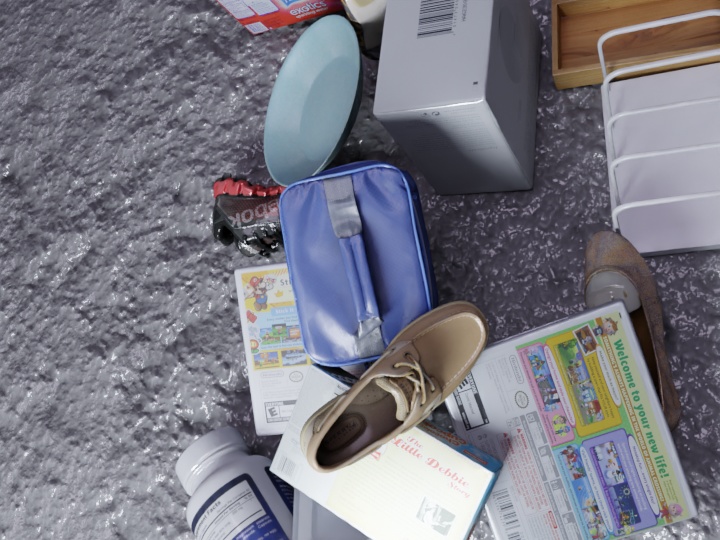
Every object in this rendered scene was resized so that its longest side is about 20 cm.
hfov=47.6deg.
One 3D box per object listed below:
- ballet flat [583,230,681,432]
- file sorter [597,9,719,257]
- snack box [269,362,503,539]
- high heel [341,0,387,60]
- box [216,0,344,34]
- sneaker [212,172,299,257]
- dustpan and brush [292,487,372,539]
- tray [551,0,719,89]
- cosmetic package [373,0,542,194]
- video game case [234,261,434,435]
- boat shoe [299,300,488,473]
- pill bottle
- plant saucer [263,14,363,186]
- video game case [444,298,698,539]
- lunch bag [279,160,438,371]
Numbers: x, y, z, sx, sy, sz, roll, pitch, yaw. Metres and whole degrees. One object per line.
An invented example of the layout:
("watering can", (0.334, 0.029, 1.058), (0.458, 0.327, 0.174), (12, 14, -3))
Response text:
("ballet flat", (0.249, 0.060, 0.762), (0.068, 0.067, 0.203), (-25, 79, 40))
("file sorter", (0.310, -0.134, 0.807), (0.136, 0.124, 0.204), (-6, 69, 21))
("snack box", (0.020, 0.182, 0.757), (0.198, 0.037, 0.118), (28, 103, 21))
("high heel", (-0.003, -0.324, 0.929), (0.071, 0.202, 0.143), (-28, 34, -4))
("box", (-0.089, -0.398, 1.077), (0.197, 0.099, 0.097), (-5, 69, 32))
("sneaker", (-0.102, -0.060, 0.991), (0.197, 0.071, 0.100), (6, 74, 28))
("dustpan and brush", (0.034, 0.219, 0.826), (0.196, 0.058, 0.141), (7, 43, -9))
("tray", (0.314, -0.266, 0.904), (0.197, 0.037, 0.100), (-4, 70, 22))
("cosmetic package", (0.113, -0.215, 0.879), (0.121, 0.200, 0.203), (-2, 70, 27))
("video game case", (-0.028, 0.077, 0.876), (0.196, 0.023, 0.186), (-7, 94, 10))
("boat shoe", (0.036, 0.103, 0.695), (0.199, 0.064, 0.072), (-41, 94, -8))
("pill bottle", (-0.114, 0.268, 0.855), (0.111, 0.111, 0.201), (-42, 60, 4))
("plant saucer", (-0.047, -0.192, 0.950), (0.200, 0.038, 0.205), (-23, 60, 49))
("video game case", (0.182, 0.150, 0.736), (0.179, 0.022, 0.203), (-20, 91, 12))
("lunch bag", (0.000, 0.000, 0.786), (0.133, 0.132, 0.204), (-12, 93, 10))
